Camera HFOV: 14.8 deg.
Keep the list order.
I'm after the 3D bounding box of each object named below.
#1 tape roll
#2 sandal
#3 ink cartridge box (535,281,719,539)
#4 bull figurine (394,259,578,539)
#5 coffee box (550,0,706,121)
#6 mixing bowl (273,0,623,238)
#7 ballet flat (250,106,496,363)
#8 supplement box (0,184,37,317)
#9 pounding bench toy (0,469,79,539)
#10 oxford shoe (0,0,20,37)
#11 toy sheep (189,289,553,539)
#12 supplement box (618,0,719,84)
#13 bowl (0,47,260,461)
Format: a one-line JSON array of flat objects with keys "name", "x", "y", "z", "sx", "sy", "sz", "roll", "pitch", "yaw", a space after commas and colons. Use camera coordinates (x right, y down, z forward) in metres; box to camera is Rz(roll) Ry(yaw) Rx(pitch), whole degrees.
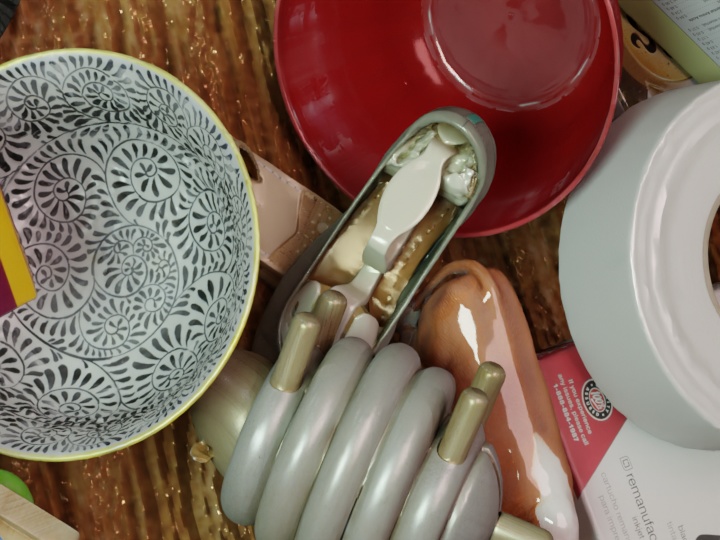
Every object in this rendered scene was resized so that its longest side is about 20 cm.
[{"name": "tape roll", "x": 0.207, "y": -0.004, "z": 1.490, "sx": 0.201, "sy": 0.071, "sz": 0.204, "roll": 3, "pitch": 84, "yaw": -29}, {"name": "sandal", "x": -0.071, "y": -0.049, "z": 1.446, "sx": 0.211, "sy": 0.070, "sz": 0.078, "roll": 29, "pitch": 64, "yaw": -22}, {"name": "ink cartridge box", "x": 0.174, "y": 0.095, "z": 1.552, "sx": 0.199, "sy": 0.083, "sz": 0.148, "roll": -20, "pitch": 88, "yaw": -33}, {"name": "bull figurine", "x": 0.067, "y": 0.094, "z": 1.461, "sx": 0.065, "sy": 0.121, "sz": 0.201, "roll": -10, "pitch": 89, "yaw": -30}, {"name": "coffee box", "x": 0.129, "y": -0.175, "z": 1.593, "sx": 0.113, "sy": 0.080, "sz": 0.201, "roll": -29, "pitch": 94, "yaw": -36}, {"name": "mixing bowl", "x": 0.064, "y": -0.128, "z": 1.497, "sx": 0.201, "sy": 0.199, "sz": 0.108, "roll": 63, "pitch": 30, "yaw": -3}, {"name": "ballet flat", "x": 0.000, "y": 0.000, "z": 1.432, "sx": 0.067, "sy": 0.064, "sz": 0.201, "roll": 34, "pitch": 94, "yaw": 5}, {"name": "supplement box", "x": -0.264, "y": 0.004, "z": 1.248, "sx": 0.199, "sy": 0.110, "sz": 0.086, "roll": -30, "pitch": 129, "yaw": -18}, {"name": "pounding bench toy", "x": -0.207, "y": 0.143, "z": 1.237, "sx": 0.124, "sy": 0.200, "sz": 0.157, "roll": 34, "pitch": 63, "yaw": -19}, {"name": "oxford shoe", "x": -0.252, "y": -0.107, "z": 1.335, "sx": 0.200, "sy": 0.084, "sz": 0.073, "roll": -36, "pitch": 134, "yaw": -20}, {"name": "toy sheep", "x": 0.004, "y": 0.095, "z": 1.378, "sx": 0.199, "sy": 0.138, "sz": 0.138, "roll": 25, "pitch": 62, "yaw": 10}, {"name": "supplement box", "x": 0.260, "y": -0.186, "z": 1.513, "sx": 0.200, "sy": 0.200, "sz": 0.135, "roll": 41, "pitch": 59, "yaw": -21}, {"name": "bowl", "x": -0.132, "y": -0.001, "z": 1.364, "sx": 0.199, "sy": 0.094, "sz": 0.202, "roll": -3, "pitch": 79, "yaw": 14}]
